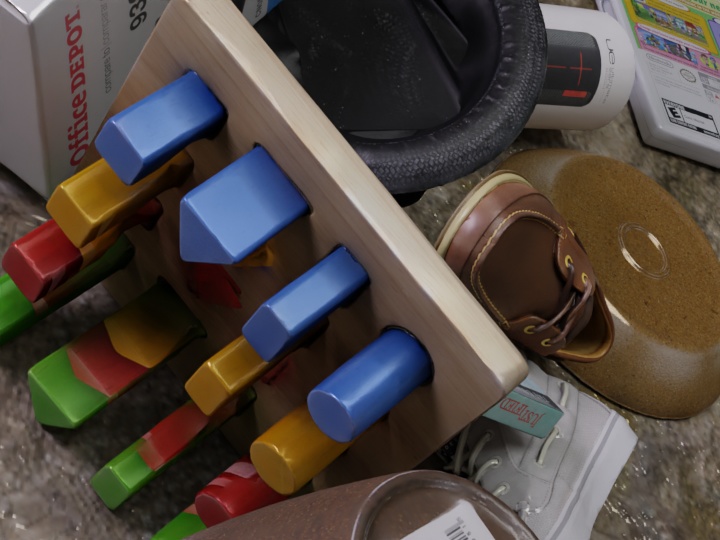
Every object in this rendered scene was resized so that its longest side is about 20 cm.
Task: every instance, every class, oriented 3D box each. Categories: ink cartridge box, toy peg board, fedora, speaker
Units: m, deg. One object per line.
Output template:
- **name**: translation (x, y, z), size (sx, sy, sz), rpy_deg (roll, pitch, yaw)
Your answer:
- **ink cartridge box**: translation (-0.106, -0.150, 0.778), size (0.084, 0.145, 0.200), rpy_deg (38, 64, 14)
- **toy peg board**: translation (-0.066, 0.026, 0.701), size (0.098, 0.199, 0.200), rpy_deg (-37, 85, -34)
- **fedora**: translation (0.005, -0.105, 0.897), size (0.199, 0.092, 0.201), rpy_deg (1, 58, -1)
- **speaker**: translation (0.080, -0.129, 1.047), size (0.199, 0.081, 0.081), rpy_deg (-1, 58, -43)

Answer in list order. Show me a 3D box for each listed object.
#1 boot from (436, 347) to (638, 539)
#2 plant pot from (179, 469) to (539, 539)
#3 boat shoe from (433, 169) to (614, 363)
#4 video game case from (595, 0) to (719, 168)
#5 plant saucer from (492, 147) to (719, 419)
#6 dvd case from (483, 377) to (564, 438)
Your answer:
- **boot**: translation (0.066, 0.113, 0.843), size (0.095, 0.074, 0.200), rpy_deg (36, 33, 4)
- **plant pot**: translation (-0.020, 0.159, 0.609), size (0.186, 0.200, 0.188), rpy_deg (24, 43, -24)
- **boat shoe**: translation (0.092, 0.004, 0.880), size (0.067, 0.072, 0.200), rpy_deg (37, 0, 23)
- **video game case**: translation (0.266, -0.146, 1.275), size (0.199, 0.022, 0.183), rpy_deg (14, 49, -33)
- **plant saucer**: translation (0.165, -0.004, 1.049), size (0.200, 0.035, 0.201), rpy_deg (24, 44, -25)
- **dvd case**: translation (0.000, 0.000, 0.818), size (0.200, 0.022, 0.146), rpy_deg (47, 11, 33)
